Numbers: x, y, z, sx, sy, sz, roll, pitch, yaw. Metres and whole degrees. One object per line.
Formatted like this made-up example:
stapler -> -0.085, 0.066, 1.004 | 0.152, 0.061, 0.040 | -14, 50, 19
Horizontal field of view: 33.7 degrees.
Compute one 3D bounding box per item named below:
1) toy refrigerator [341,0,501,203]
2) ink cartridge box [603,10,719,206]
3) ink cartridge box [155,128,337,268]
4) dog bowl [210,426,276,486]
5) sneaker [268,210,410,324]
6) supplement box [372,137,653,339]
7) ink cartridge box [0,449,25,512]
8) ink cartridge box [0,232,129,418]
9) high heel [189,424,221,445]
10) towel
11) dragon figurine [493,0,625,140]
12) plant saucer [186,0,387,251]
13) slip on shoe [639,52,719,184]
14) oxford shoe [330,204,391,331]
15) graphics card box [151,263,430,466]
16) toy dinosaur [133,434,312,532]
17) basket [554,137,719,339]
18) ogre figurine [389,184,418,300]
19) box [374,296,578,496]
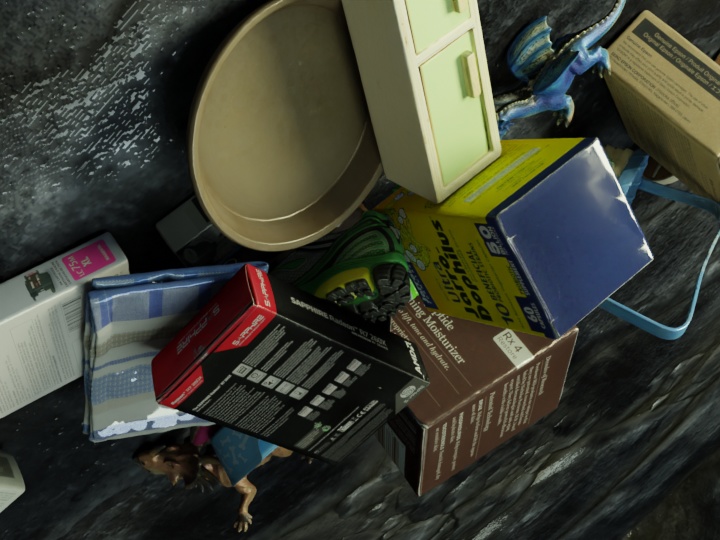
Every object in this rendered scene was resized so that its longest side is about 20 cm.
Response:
toy refrigerator -> 0.047, -0.155, 0.878 | 0.076, 0.070, 0.201 | -37, 134, -24
ink cartridge box -> 0.337, -0.149, 1.202 | 0.075, 0.165, 0.200 | -46, 152, 3
ink cartridge box -> -0.065, -0.064, 0.979 | 0.199, 0.039, 0.100 | -39, 151, -4
dog bowl -> -0.063, 0.120, 1.108 | 0.200, 0.050, 0.111 | -44, 176, 18
sneaker -> -0.042, 0.015, 1.009 | 0.198, 0.086, 0.078 | -22, 142, 27
supplement box -> 0.115, -0.031, 0.950 | 0.109, 0.200, 0.110 | -36, 108, -19
ink cartridge box -> -0.401, 0.216, 0.976 | 0.199, 0.057, 0.162 | -38, 153, 14
ink cartridge box -> -0.266, 0.058, 0.911 | 0.199, 0.042, 0.120 | -31, 151, -22
high heel -> -0.090, 0.095, 1.113 | 0.095, 0.068, 0.201 | 18, 120, -21
towel -> -0.151, 0.070, 0.961 | 0.145, 0.024, 0.201 | -7, 141, -19
dragon figurine -> 0.171, -0.186, 1.065 | 0.099, 0.059, 0.201 | 3, 132, -52
plant saucer -> -0.049, -0.112, 0.881 | 0.199, 0.029, 0.202 | -23, 128, -33
slip on shoe -> 0.393, -0.176, 1.335 | 0.060, 0.076, 0.201 | 18, 111, -51
oxford shoe -> 0.000, 0.000, 1.110 | 0.071, 0.073, 0.200 | -35, 151, -8
graphics card box -> -0.054, 0.082, 0.957 | 0.199, 0.051, 0.125 | 27, 120, -38
toy dinosaur -> -0.118, 0.174, 1.215 | 0.200, 0.086, 0.136 | -39, 146, -12
basket -> 0.252, -0.033, 1.189 | 0.140, 0.198, 0.177 | 102, 15, -53
ogre figurine -> 0.083, -0.039, 1.132 | 0.200, 0.097, 0.121 | -49, 156, -65
box -> 0.096, 0.096, 1.264 | 0.199, 0.166, 0.165 | -30, 150, -18
